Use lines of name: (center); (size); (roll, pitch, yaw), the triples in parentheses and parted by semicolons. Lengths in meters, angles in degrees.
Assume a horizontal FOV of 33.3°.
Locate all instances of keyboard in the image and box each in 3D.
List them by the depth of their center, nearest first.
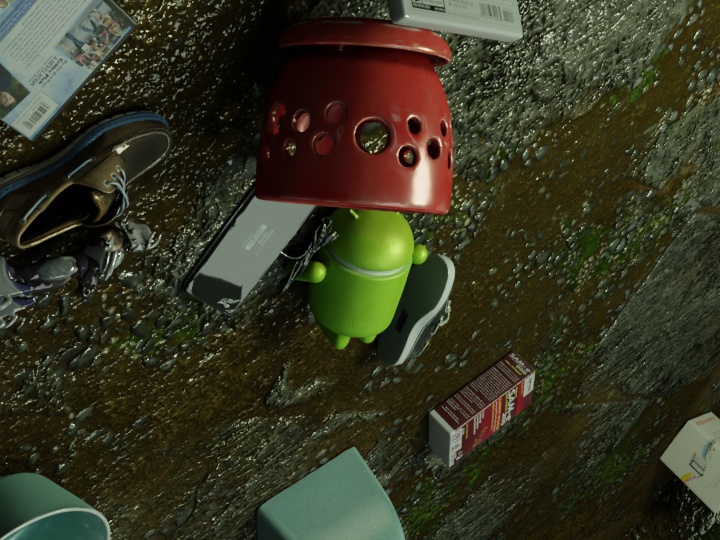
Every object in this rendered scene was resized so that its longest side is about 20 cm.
keyboard: (-0.105, -0.030, 1.389); (0.127, 0.021, 0.201); (33, 102, -33)

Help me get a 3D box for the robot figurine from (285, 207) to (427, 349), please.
robot figurine: (0.000, 0.000, 1.489); (0.173, 0.116, 0.202); (-9, 134, -29)

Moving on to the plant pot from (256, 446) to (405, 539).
plant pot: (-0.028, 0.444, 1.890); (0.195, 0.200, 0.198); (-29, 146, -27)

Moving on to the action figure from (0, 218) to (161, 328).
action figure: (-0.285, 0.000, 1.164); (0.198, 0.070, 0.130); (-22, 174, -19)

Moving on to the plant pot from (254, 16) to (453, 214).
plant pot: (-0.003, -0.152, 1.201); (0.199, 0.199, 0.185); (-2, 97, -50)

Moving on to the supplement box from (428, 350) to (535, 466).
supplement box: (0.209, 0.239, 2.082); (0.199, 0.061, 0.110); (-34, 147, -22)

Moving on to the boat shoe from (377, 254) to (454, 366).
boat shoe: (0.093, 0.056, 1.710); (0.067, 0.074, 0.201); (-8, 133, -40)

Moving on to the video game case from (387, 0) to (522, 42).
video game case: (0.083, -0.325, 1.188); (0.022, 0.185, 0.199); (-14, 174, 41)

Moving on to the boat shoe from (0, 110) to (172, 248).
boat shoe: (-0.253, -0.077, 1.128); (0.199, 0.072, 0.073); (-34, 147, -21)

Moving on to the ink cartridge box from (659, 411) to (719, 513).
ink cartridge box: (0.911, 0.493, 3.111); (0.146, 0.200, 0.146); (-5, 133, -48)

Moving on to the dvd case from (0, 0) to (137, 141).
dvd case: (-0.287, -0.204, 0.993); (0.143, 0.018, 0.200); (-48, 149, 1)

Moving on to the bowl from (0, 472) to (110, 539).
bowl: (-0.397, 0.310, 1.369); (0.200, 0.105, 0.202); (-31, 145, -24)
